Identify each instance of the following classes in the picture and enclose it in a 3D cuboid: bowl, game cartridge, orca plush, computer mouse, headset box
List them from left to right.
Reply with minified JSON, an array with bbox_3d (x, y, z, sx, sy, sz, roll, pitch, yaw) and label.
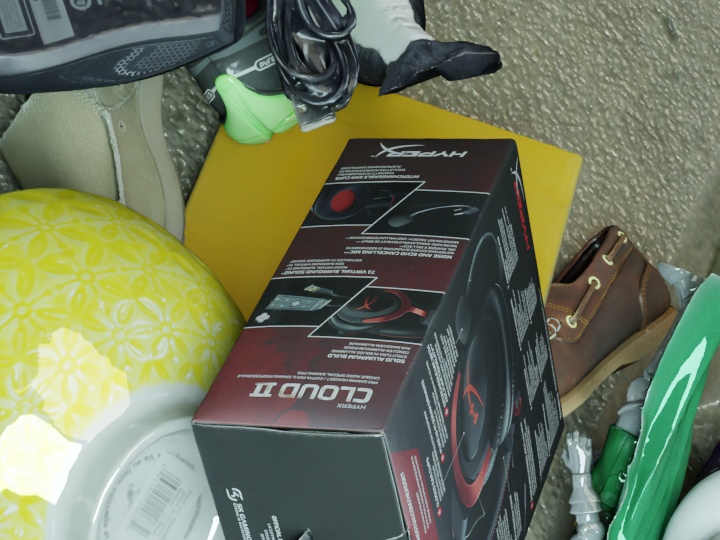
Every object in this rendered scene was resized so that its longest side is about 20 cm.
[{"bbox_3d":[-0.098,0.078,0.758,0.199,0.107,0.202,-15,113,-40],"label":"bowl"},{"bbox_3d":[-0.107,-0.115,0.865,0.198,0.053,0.140,-7,70,-23],"label":"computer mouse"},{"bbox_3d":[0.000,0.000,0.944,0.175,0.033,0.201,19,55,2],"label":"game cartridge"},{"bbox_3d":[0.012,0.065,0.758,0.201,0.074,0.150,-64,148,-48],"label":"headset box"},{"bbox_3d":[0.018,-0.131,1.010,0.105,0.200,0.071,-47,129,-3],"label":"orca plush"}]

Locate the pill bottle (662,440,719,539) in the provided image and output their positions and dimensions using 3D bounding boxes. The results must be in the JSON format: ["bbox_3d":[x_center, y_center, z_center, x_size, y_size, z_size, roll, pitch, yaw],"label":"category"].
[{"bbox_3d":[0.212,0.129,0.984,0.113,0.112,0.200,55,27,1],"label":"pill bottle"}]

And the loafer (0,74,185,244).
[{"bbox_3d":[-0.125,-0.048,0.895,0.068,0.076,0.201,13,51,-29],"label":"loafer"}]

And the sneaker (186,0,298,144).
[{"bbox_3d":[-0.054,-0.152,0.966,0.084,0.076,0.201,45,26,-39],"label":"sneaker"}]

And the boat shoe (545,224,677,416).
[{"bbox_3d":[0.088,0.038,1.006,0.200,0.070,0.071,-32,95,-50],"label":"boat shoe"}]

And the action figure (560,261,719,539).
[{"bbox_3d":[0.127,0.098,0.965,0.201,0.054,0.118,-69,159,-2],"label":"action figure"}]
